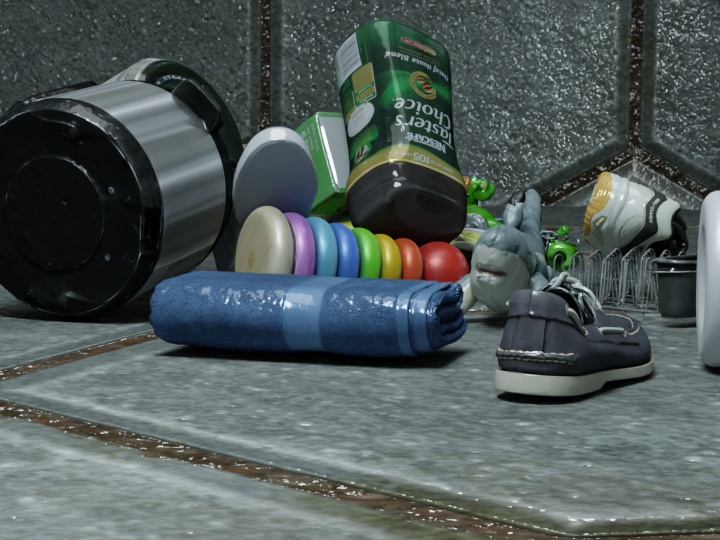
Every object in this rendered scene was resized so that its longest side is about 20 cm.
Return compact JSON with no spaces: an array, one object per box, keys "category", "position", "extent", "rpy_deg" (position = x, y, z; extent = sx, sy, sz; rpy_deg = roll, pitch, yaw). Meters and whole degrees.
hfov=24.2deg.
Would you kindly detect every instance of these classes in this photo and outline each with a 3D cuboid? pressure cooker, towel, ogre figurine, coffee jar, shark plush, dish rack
[{"category":"pressure cooker","position":[-0.199,-0.062,1.357],"extent":[0.174,0.181,0.200],"rpy_deg":[0,12,22]},{"category":"towel","position":[-0.034,0.031,1.118],"extent":[0.198,0.049,0.112],"rpy_deg":[3,5,15]},{"category":"ogre figurine","position":[0.131,-0.035,1.691],"extent":[0.119,0.099,0.200],"rpy_deg":[16,20,-21]},{"category":"coffee jar","position":[0.035,-0.115,1.471],"extent":[0.104,0.202,0.085],"rpy_deg":[19,-40,-33]},{"category":"shark plush","position":[0.132,-0.023,1.338],"extent":[0.090,0.084,0.200],"rpy_deg":[7,24,27]},{"category":"dish rack","position":[0.228,0.008,1.397],"extent":[0.199,0.055,0.152],"rpy_deg":[5,6,44]}]

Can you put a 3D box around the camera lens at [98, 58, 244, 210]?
[{"category":"camera lens","position":[-0.218,-0.091,1.558],"extent":[0.199,0.162,0.159],"rpy_deg":[-24,-10,32]}]

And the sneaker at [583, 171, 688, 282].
[{"category":"sneaker","position":[0.254,-0.020,1.530],"extent":[0.087,0.076,0.200],"rpy_deg":[17,-12,16]}]

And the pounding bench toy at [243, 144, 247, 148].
[{"category":"pounding bench toy","position":[-0.227,-0.140,2.209],"extent":[0.123,0.203,0.156],"rpy_deg":[3,6,26]}]

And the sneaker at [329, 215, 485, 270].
[{"category":"sneaker","position":[0.045,-0.013,1.501],"extent":[0.197,0.076,0.076],"rpy_deg":[-1,5,-6]}]

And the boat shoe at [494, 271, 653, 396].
[{"category":"boat shoe","position":[0.133,0.034,1.014],"extent":[0.072,0.064,0.200],"rpy_deg":[3,5,24]}]

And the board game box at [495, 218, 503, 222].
[{"category":"board game box","position":[0.086,-0.053,2.206],"extent":[0.198,0.035,0.135],"rpy_deg":[4,6,36]}]

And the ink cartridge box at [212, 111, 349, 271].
[{"category":"ink cartridge box","position":[-0.037,-0.067,1.595],"extent":[0.145,0.085,0.199],"rpy_deg":[-2,-22,-42]}]

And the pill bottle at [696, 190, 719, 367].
[{"category":"pill bottle","position":[0.314,0.008,1.057],"extent":[0.197,0.114,0.112],"rpy_deg":[2,5,8]}]

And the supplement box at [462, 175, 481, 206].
[{"category":"supplement box","position":[0.032,-0.057,1.850],"extent":[0.100,0.105,0.199],"rpy_deg":[-4,8,-35]}]

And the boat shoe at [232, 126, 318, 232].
[{"category":"boat shoe","position":[-0.074,-0.059,1.410],"extent":[0.073,0.066,0.201],"rpy_deg":[-3,-38,-9]}]

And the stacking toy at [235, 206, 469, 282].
[{"category":"stacking toy","position":[0.000,0.000,1.389],"extent":[0.198,0.086,0.085],"rpy_deg":[6,2,-28]}]
